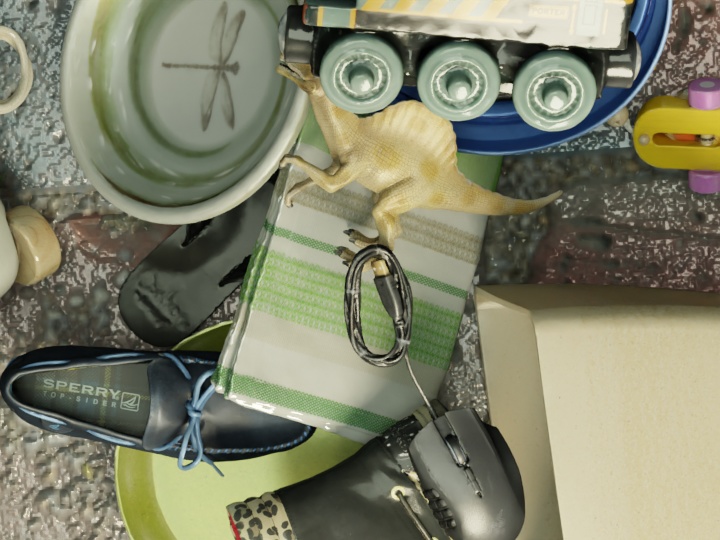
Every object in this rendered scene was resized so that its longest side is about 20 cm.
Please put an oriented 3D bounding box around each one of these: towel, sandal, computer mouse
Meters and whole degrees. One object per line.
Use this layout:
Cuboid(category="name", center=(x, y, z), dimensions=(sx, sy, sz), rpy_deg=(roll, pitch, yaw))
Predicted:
Cuboid(category="towel", center=(0.000, 0.000, 1.260), dimensions=(0.149, 0.031, 0.201), rpy_deg=(20, 84, -28))
Cuboid(category="sandal", center=(-0.076, -0.029, 1.297), dimensions=(0.075, 0.045, 0.200), rpy_deg=(43, 98, 1))
Cuboid(category="computer mouse", center=(0.043, 0.078, 1.188), dimensions=(0.058, 0.034, 0.201), rpy_deg=(-29, 104, -9))

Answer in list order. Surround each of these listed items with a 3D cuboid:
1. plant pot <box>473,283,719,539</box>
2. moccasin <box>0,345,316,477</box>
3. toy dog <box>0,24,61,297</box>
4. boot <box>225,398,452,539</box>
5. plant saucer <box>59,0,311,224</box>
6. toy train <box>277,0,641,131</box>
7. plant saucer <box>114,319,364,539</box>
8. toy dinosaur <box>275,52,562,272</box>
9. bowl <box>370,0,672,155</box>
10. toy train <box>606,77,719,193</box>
Cuboid(category="plant pot", center=(0.180, 0.100, 1.218), dimensions=(0.176, 0.200, 0.201), rpy_deg=(-10, 95, -6))
Cuboid(category="moccasin", center=(-0.124, 0.088, 1.269), dimensions=(0.199, 0.068, 0.081), rpy_deg=(0, 92, 2))
Cuboid(category="toy dog", center=(-0.270, -0.053, 1.295), dimensions=(0.096, 0.131, 0.201), rpy_deg=(-9, 90, 45))
Cuboid(category="boot", center=(0.013, 0.193, 1.258), dimensions=(0.153, 0.073, 0.205), rpy_deg=(-22, 114, -12))
Cuboid(category="plant saucer", center=(-0.096, -0.126, 1.267), dimensions=(0.199, 0.050, 0.202), rpy_deg=(-5, 81, 33))
Cuboid(category="toy train", center=(0.056, -0.144, 1.113), dimensions=(0.199, 0.085, 0.115), rpy_deg=(5, 119, -1))
Cuboid(category="plant saucer", center=(-0.057, 0.128, 1.317), dimensions=(0.199, 0.031, 0.201), rpy_deg=(0, 94, 5))
Cuboid(category="toy dinosaur", center=(0.024, -0.049, 1.195), dimensions=(0.199, 0.058, 0.101), rpy_deg=(29, 110, -24))
Cuboid(category="bowl", center=(0.076, -0.156, 1.176), dimensions=(0.199, 0.040, 0.201), rpy_deg=(0, 131, 1))
Cuboid(category="toy train", center=(0.198, -0.135, 1.238), dimensions=(0.199, 0.056, 0.151), rpy_deg=(27, 122, 2))
